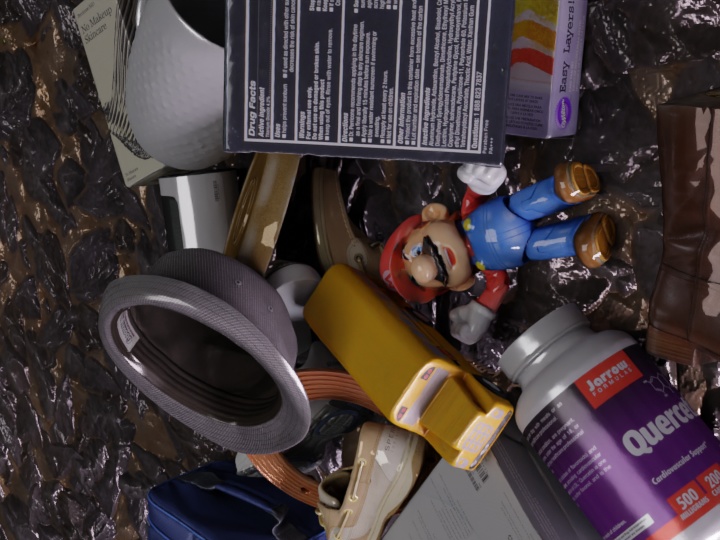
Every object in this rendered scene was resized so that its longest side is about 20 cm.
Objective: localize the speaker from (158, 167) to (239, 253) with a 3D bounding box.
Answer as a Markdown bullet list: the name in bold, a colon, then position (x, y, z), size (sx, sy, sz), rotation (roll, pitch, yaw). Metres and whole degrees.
- **speaker**: position (-0.153, 0.000, 1.112), size (0.081, 0.081, 0.201), rotation (1, 100, 41)

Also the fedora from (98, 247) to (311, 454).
- **fedora**: position (-0.117, 0.055, 0.904), size (0.200, 0.091, 0.177), rotation (39, 140, -15)

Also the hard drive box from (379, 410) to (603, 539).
- **hard drive box**: position (0.109, 0.237, 0.899), size (0.200, 0.076, 0.156), rotation (-59, 45, 39)

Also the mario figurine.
- **mario figurine**: position (0.095, -0.016, 0.871), size (0.199, 0.106, 0.124), rotation (-19, 61, 36)

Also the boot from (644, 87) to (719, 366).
- **boot**: position (0.282, -0.026, 0.745), size (0.186, 0.064, 0.201), rotation (10, 101, 37)

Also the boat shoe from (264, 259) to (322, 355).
- **boat shoe**: position (-0.077, 0.027, 1.012), size (0.200, 0.070, 0.064), rotation (111, 143, -67)

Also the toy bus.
- **toy bus**: position (0.034, 0.073, 0.877), size (0.065, 0.078, 0.200), rotation (-55, 40, 9)

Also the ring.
- **ring**: position (-0.015, 0.157, 0.999), size (0.199, 0.019, 0.201), rotation (9, 132, 10)

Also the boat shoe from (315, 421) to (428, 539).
- **boat shoe**: position (-0.005, 0.205, 0.983), size (0.069, 0.074, 0.201), rotation (25, 125, -1)

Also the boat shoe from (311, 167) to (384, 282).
- **boat shoe**: position (0.000, 0.000, 0.996), size (0.064, 0.071, 0.201), rotation (-14, 96, 3)

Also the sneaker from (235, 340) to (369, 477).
- **sneaker**: position (-0.063, 0.145, 1.085), size (0.200, 0.074, 0.087), rotation (-43, 52, 37)

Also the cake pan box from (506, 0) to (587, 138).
- **cake pan box**: position (0.087, -0.209, 0.878), size (0.199, 0.052, 0.185), rotation (16, 107, 37)

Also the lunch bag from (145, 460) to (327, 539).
- **lunch bag**: position (-0.123, 0.283, 1.107), size (0.199, 0.136, 0.133), rotation (19, 115, 35)

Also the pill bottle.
- **pill bottle**: position (0.193, 0.125, 0.815), size (0.200, 0.112, 0.113), rotation (53, 128, 19)

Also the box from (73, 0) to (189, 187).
- **box**: position (-0.228, -0.195, 1.141), size (0.082, 0.068, 0.201), rotation (-22, 85, 43)

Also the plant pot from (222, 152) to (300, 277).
- **plant pot**: position (-0.096, -0.051, 0.997), size (0.200, 0.027, 0.201), rotation (-162, 90, -77)

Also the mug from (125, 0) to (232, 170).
- **mug**: position (-0.157, -0.205, 1.031), size (0.201, 0.147, 0.176), rotation (59, 137, 23)

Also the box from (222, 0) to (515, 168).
- **box**: position (0.008, -0.186, 0.782), size (0.197, 0.123, 0.201), rotation (4, 104, 2)
